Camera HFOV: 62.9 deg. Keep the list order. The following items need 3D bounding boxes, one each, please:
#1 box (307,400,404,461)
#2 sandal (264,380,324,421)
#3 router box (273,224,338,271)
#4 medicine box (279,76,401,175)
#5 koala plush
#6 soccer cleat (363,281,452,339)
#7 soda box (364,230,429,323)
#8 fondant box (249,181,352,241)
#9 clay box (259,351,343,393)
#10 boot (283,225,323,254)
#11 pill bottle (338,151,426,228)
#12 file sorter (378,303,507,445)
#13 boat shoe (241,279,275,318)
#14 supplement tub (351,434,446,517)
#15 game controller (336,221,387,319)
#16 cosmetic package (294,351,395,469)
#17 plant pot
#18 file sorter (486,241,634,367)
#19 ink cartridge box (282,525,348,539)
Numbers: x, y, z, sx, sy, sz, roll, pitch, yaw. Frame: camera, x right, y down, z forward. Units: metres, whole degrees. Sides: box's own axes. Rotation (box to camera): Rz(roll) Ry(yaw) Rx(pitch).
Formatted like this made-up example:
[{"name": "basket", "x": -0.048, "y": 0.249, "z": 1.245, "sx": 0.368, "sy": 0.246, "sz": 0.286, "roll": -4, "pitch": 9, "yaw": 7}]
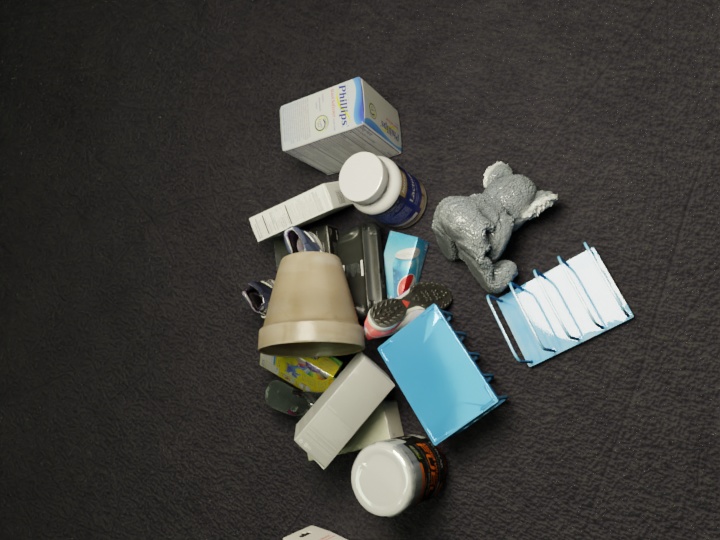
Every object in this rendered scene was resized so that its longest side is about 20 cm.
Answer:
[{"name": "box", "x": -0.017, "y": 0.326, "z": 1.196, "sx": 0.198, "sy": 0.068, "sz": 0.083, "roll": -19, "pitch": 72, "yaw": 25}, {"name": "sandal", "x": -0.124, "y": 0.277, "z": 1.203, "sx": 0.198, "sy": 0.048, "sz": 0.076, "roll": 8, "pitch": 81, "yaw": 31}, {"name": "router box", "x": -0.112, "y": 0.014, "z": 1.308, "sx": 0.148, "sy": 0.051, "sz": 0.203, "roll": -13, "pitch": 78, "yaw": 27}, {"name": "medicine box", "x": -0.039, "y": -0.297, "z": 1.245, "sx": 0.198, "sy": 0.182, "sz": 0.104, "roll": -12, "pitch": 76, "yaw": 26}, {"name": "koala plush", "x": 0.247, "y": -0.102, "z": 1.073, "sx": 0.199, "sy": 0.184, "sz": 0.177, "roll": -40, "pitch": 48, "yaw": -6}, {"name": "soccer cleat", "x": 0.090, "y": 0.078, "z": 1.135, "sx": 0.069, "sy": 0.198, "sz": 0.073, "roll": 57, "pitch": 146, "yaw": 21}, {"name": "soda box", "x": 0.074, "y": 0.028, "z": 1.198, "sx": 0.067, "sy": 0.064, "sz": 0.203, "roll": 15, "pitch": 90, "yaw": 30}, {"name": "fondant box", "x": -0.121, "y": -0.131, "z": 1.282, "sx": 0.198, "sy": 0.144, "sz": 0.059, "roll": -20, "pitch": 94, "yaw": 25}, {"name": "clay box", "x": -0.115, "y": 0.201, "z": 1.227, "sx": 0.198, "sy": 0.048, "sz": 0.116, "roll": 28, "pitch": 139, "yaw": 10}, {"name": "boot", "x": -0.097, "y": 0.002, "z": 1.218, "sx": 0.072, "sy": 0.090, "sz": 0.201, "roll": -35, "pitch": 69, "yaw": 14}, {"name": "pill bottle", "x": 0.045, "y": -0.158, "z": 1.166, "sx": 0.114, "sy": 0.199, "sz": 0.117, "roll": -5, "pitch": 80, "yaw": 28}, {"name": "file sorter", "x": 0.157, "y": 0.189, "z": 1.083, "sx": 0.138, "sy": 0.122, "sz": 0.201, "roll": -40, "pitch": 65, "yaw": 17}, {"name": "boat shoe", "x": -0.174, "y": 0.099, "z": 1.250, "sx": 0.200, "sy": 0.092, "sz": 0.075, "roll": 45, "pitch": 108, "yaw": 23}, {"name": "supplement tub", "x": 0.078, "y": 0.364, "z": 1.061, "sx": 0.121, "sy": 0.199, "sz": 0.124, "roll": -5, "pitch": 79, "yaw": 27}, {"name": "game controller", "x": 0.000, "y": 0.000, "z": 1.190, "sx": 0.103, "sy": 0.042, "sz": 0.202, "roll": -19, "pitch": 63, "yaw": 33}, {"name": "cosmetic package", "x": -0.031, "y": 0.255, "z": 1.105, "sx": 0.090, "sy": 0.107, "sz": 0.200, "roll": 44, "pitch": 89, "yaw": -3}, {"name": "plant pot", "x": -0.093, "y": 0.065, "z": 1.105, "sx": 0.198, "sy": 0.199, "sz": 0.176, "roll": -12, "pitch": 72, "yaw": 27}, {"name": "file sorter", "x": 0.337, "y": 0.059, "z": 1.013, "sx": 0.199, "sy": 0.122, "sz": 0.140, "roll": -32, "pitch": 68, "yaw": 21}, {"name": "ink cartridge box", "x": -0.051, "y": 0.576, "z": 1.147, "sx": 0.198, "sy": 0.116, "sz": 0.068, "roll": 11, "pitch": 87, "yaw": 31}]
